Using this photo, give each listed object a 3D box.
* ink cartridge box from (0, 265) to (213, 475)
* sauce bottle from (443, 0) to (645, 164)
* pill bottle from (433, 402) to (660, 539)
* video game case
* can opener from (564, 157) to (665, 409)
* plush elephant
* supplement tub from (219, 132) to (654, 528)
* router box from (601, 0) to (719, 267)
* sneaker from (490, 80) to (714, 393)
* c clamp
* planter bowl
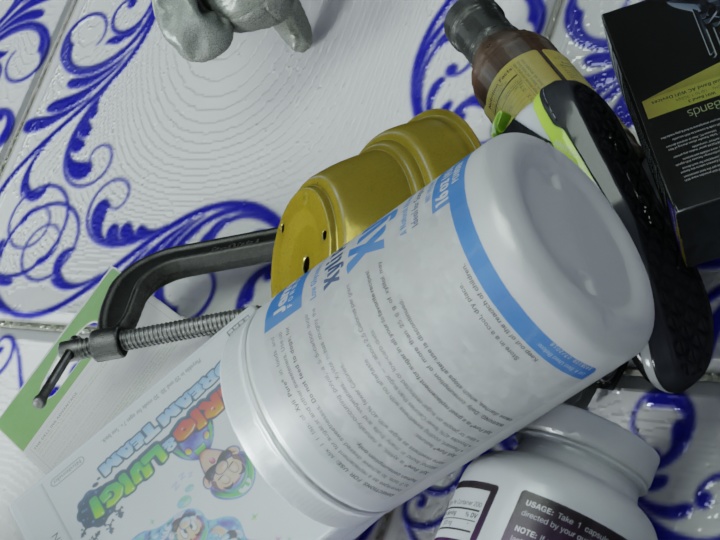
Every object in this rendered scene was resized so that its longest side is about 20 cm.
[{"bbox_3d":[-0.150,0.095,1.295,0.146,0.048,0.200,-54,37,-5],"label":"ink cartridge box"},{"bbox_3d":[0.111,-0.108,1.210,0.065,0.065,0.200,-40,43,10],"label":"sauce bottle"},{"bbox_3d":[0.084,0.174,1.005,0.112,0.112,0.201,11,69,43],"label":"pill bottle"},{"bbox_3d":[-0.098,0.138,1.140,0.200,0.024,0.182,-39,46,0],"label":"video game case"},{"bbox_3d":[0.148,-0.012,1.121,0.067,0.053,0.201,16,71,43],"label":"can opener"},{"bbox_3d":[-0.076,-0.226,1.381,0.164,0.200,0.156,-24,67,15],"label":"plush elephant"},{"bbox_3d":[0.039,0.033,0.996,0.200,0.132,0.132,-35,45,27],"label":"supplement tub"},{"bbox_3d":[0.249,-0.103,1.061,0.199,0.052,0.158,-17,50,6],"label":"router box"},{"bbox_3d":[0.127,-0.011,1.068,0.083,0.072,0.201,-35,58,27],"label":"sneaker"},{"bbox_3d":[-0.104,0.026,1.264,0.199,0.027,0.171,-14,28,10],"label":"c clamp"},{"bbox_3d":[0.000,0.000,1.141,0.200,0.083,0.202,-175,90,-66],"label":"planter bowl"}]
